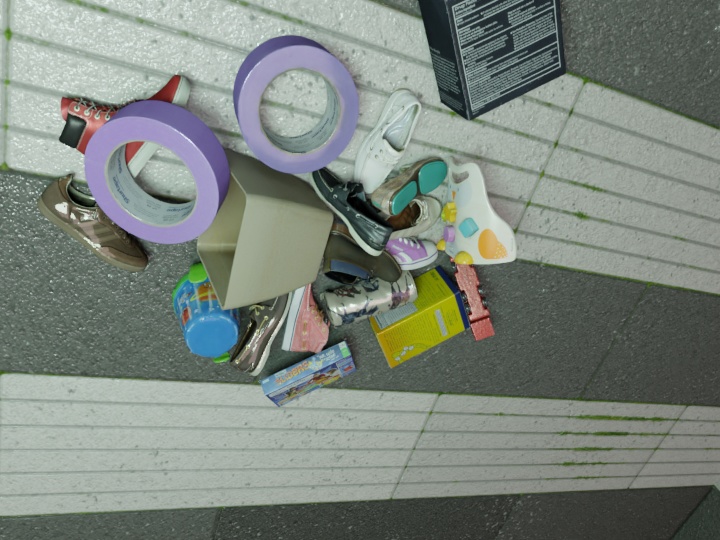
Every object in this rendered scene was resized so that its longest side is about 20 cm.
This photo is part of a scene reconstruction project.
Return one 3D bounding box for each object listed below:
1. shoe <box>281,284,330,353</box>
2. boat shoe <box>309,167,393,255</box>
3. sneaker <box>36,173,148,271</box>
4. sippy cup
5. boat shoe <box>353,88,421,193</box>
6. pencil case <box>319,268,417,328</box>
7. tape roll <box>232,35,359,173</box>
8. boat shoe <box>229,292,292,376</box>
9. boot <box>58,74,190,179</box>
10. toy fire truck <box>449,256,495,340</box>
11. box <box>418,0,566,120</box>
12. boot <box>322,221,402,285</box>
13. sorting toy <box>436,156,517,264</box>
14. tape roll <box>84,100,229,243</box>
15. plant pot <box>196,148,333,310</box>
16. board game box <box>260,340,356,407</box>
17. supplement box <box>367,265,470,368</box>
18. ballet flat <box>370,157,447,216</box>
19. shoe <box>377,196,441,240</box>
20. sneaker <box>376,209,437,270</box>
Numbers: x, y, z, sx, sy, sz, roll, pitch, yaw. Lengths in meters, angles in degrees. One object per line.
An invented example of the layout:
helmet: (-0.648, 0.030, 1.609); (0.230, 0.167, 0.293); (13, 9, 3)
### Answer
shoe: (-0.102, 0.086, 1.132); (0.089, 0.072, 0.203); (10, 123, -10)
boat shoe: (-0.013, -0.122, 0.979); (0.074, 0.201, 0.066); (-10, 148, -53)
sneaker: (-0.426, -0.075, 0.921); (0.075, 0.071, 0.199); (-44, 125, 9)
sippy cup: (-0.281, 0.086, 1.037); (0.139, 0.131, 0.177); (-42, 126, 10)
boat shoe: (0.048, -0.223, 1.003); (0.069, 0.070, 0.203); (13, 116, -28)
pencil case: (0.016, 0.052, 1.147); (0.196, 0.090, 0.079); (-19, 135, -3)
tape roll: (-0.106, -0.270, 0.909); (0.195, 0.085, 0.204); (-10, 123, -15)
boat shoe: (-0.194, 0.102, 1.087); (0.059, 0.071, 0.204); (25, 86, -29)
boot: (-0.363, -0.244, 0.842); (0.200, 0.073, 0.143); (-45, 123, 15)
toy fire truck: (0.247, 0.056, 1.229); (0.048, 0.141, 0.204); (-19, 87, 8)
box: (0.220, -0.398, 0.925); (0.197, 0.124, 0.201); (-26, 127, -5)
boot: (0.000, 0.000, 1.027); (0.198, 0.099, 0.074); (31, 141, -32)
sorting toy: (0.202, -0.122, 1.062); (0.104, 0.200, 0.184); (-12, 109, -10)
tape roll: (-0.298, -0.142, 0.825); (0.195, 0.066, 0.204); (3, 125, 4)
plant pot: (-0.160, -0.071, 0.955); (0.174, 0.201, 0.203); (2, 121, -31)
board game box: (-0.108, 0.228, 1.208); (0.196, 0.035, 0.136); (-24, 156, -6)
supplement box: (0.120, 0.100, 1.206); (0.197, 0.109, 0.111); (-26, 126, -2)
ballet flat: (0.089, -0.167, 1.044); (0.199, 0.066, 0.069); (-35, 133, -41)
shoe: (0.091, -0.098, 1.066); (0.197, 0.053, 0.071); (-23, 96, -33)
sneaker: (0.070, -0.065, 1.110); (0.196, 0.073, 0.117); (-4, 119, -18)
